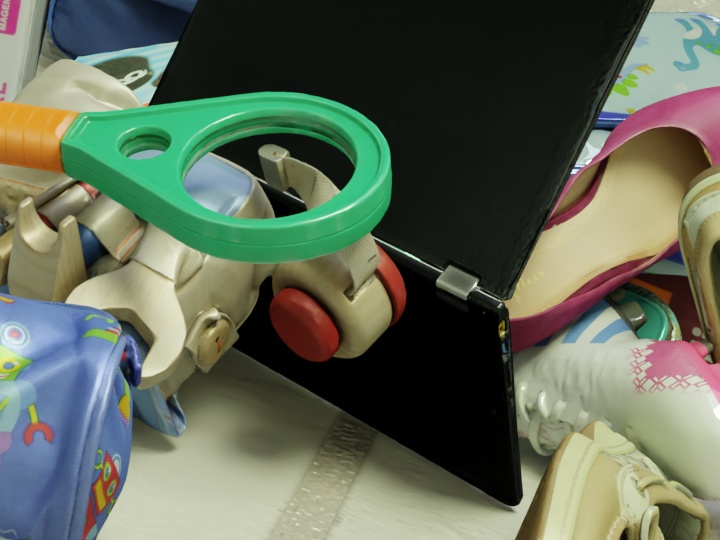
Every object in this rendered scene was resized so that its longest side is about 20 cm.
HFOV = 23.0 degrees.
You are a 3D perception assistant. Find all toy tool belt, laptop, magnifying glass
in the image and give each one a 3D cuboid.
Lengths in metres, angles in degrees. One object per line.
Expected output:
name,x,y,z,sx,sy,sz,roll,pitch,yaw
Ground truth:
toy tool belt,-0.093,0.011,0.683,0.199,0.126,0.123,25,56,31
laptop,0.015,-0.040,0.726,0.186,0.201,0.116,28,57,29
magnifying glass,-0.085,-0.042,0.639,0.198,0.023,0.080,11,43,14

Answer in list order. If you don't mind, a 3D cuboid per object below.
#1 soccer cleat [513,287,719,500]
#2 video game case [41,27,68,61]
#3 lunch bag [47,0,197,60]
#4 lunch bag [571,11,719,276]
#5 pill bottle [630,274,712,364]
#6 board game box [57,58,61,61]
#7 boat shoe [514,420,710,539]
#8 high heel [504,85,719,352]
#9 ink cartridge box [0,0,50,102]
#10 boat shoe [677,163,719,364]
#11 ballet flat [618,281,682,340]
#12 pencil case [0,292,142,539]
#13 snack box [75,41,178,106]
soccer cleat,0.106,0.062,0.772,0.086,0.070,0.200,-22,15,-5
video game case,-0.139,-0.159,1.167,0.199,0.144,0.018,24,61,16
lunch bag,-0.069,-0.151,1.010,0.198,0.137,0.132,23,17,10
lunch bag,0.118,-0.068,0.917,0.198,0.083,0.162,4,40,-1
pill bottle,0.200,0.005,0.994,0.198,0.115,0.114,23,16,15
board game box,-0.065,-0.060,1.039,0.197,0.044,0.200,9,18,-28
boat shoe,0.090,0.098,0.625,0.062,0.074,0.200,26,14,11
high heel,0.122,-0.024,0.788,0.068,0.199,0.096,54,-10,-7
ink cartridge box,-0.193,-0.121,0.956,0.042,0.120,0.200,11,17,-8
boat shoe,0.182,0.056,0.746,0.201,0.071,0.076,59,25,-18
ballet flat,0.080,0.016,0.931,0.199,0.075,0.074,32,20,30
pencil case,-0.165,0.025,0.558,0.198,0.088,0.078,19,-18,-2
snack box,-0.069,-0.077,0.874,0.198,0.037,0.117,-6,33,20
